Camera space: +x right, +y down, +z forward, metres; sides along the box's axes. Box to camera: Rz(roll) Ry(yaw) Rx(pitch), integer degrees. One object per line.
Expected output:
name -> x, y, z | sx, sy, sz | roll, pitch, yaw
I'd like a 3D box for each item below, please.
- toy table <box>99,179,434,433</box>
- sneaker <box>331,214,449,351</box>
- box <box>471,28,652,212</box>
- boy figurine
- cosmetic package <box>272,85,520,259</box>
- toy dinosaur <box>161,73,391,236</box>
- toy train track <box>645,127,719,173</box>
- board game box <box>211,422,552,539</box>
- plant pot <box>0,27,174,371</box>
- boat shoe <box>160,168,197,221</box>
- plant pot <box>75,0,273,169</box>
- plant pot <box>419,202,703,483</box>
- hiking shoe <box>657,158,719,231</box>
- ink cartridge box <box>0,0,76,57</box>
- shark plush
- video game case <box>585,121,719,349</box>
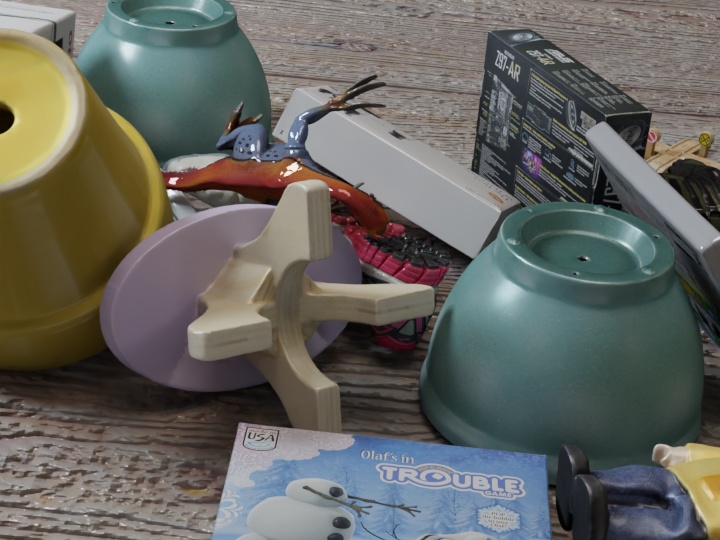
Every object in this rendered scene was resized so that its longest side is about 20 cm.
toy table -> -0.059, 0.027, 1.084 | 0.200, 0.184, 0.117 | -24, 22, -31
sneaker -> 0.000, 0.000, 1.241 | 0.081, 0.075, 0.200 | 10, 12, -20
box -> 0.161, -0.095, 1.351 | 0.043, 0.160, 0.200 | -7, 29, -23
boy figurine -> 0.223, 0.140, 0.967 | 0.200, 0.064, 0.124 | -2, 25, -7
cosmetic package -> 0.032, -0.086, 1.343 | 0.200, 0.051, 0.083 | 32, 18, 10
toy dinosaur -> -0.054, -0.058, 1.204 | 0.200, 0.105, 0.182 | -28, 25, -2
toy train track -> 0.342, -0.108, 1.544 | 0.200, 0.033, 0.115 | 24, 33, 30
board game box -> 0.013, 0.167, 0.945 | 0.200, 0.043, 0.199 | 6, 26, 1
plant pot -> -0.234, -0.058, 1.093 | 0.201, 0.189, 0.201 | 0, 64, 0
boat shoe -> -0.186, -0.060, 1.336 | 0.057, 0.069, 0.200 | -41, 50, -8
plant pot -> -0.176, -0.181, 1.481 | 0.200, 0.134, 0.200 | 4, 28, -2
plant pot -> 0.146, 0.036, 1.113 | 0.200, 0.134, 0.200 | 4, 28, -2
hiking shoe -> 0.291, -0.045, 1.369 | 0.101, 0.076, 0.200 | 15, 28, 25
ink cartridge box -> -0.302, -0.138, 1.328 | 0.084, 0.144, 0.200 | 8, 16, 1
shark plush -> -0.067, -0.086, 1.375 | 0.200, 0.091, 0.083 | -19, 29, -39
video game case -> 0.247, -0.001, 1.186 | 0.022, 0.182, 0.200 | -33, 33, 1
